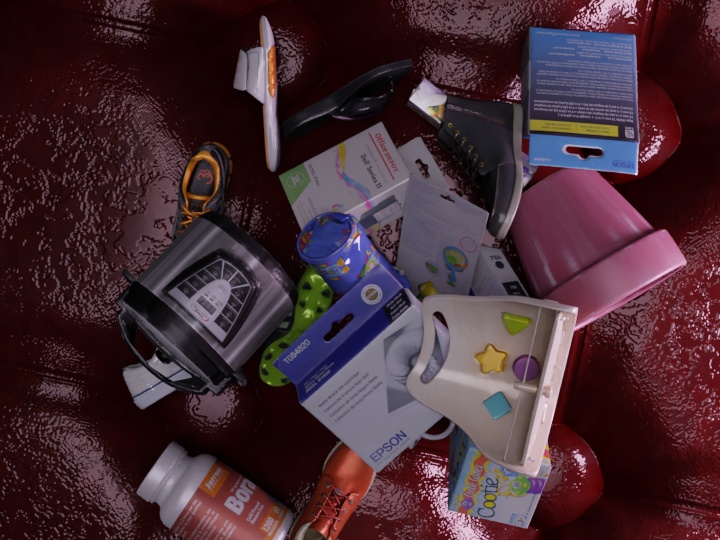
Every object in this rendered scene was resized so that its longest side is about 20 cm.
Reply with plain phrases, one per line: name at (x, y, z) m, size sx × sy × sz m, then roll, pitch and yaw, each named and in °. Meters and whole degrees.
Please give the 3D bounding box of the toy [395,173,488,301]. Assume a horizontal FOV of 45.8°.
toy at (0.109, -0.032, 1.121) m, size 0.115 × 0.047 × 0.201 m, roll 29°, pitch 135°, yaw 21°

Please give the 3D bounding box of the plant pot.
plant pot at (0.287, -0.032, 1.108) m, size 0.199 × 0.200 × 0.180 m, roll -30°, pitch 77°, yaw 3°

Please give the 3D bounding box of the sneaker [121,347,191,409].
sneaker at (-0.243, 0.114, 1.175) m, size 0.199 × 0.073 × 0.071 m, roll -33°, pitch 96°, yaw 3°

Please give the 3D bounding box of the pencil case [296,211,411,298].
pencil case at (0.000, 0.000, 1.100) m, size 0.078 × 0.200 × 0.087 m, roll 27°, pitch 77°, yaw 40°

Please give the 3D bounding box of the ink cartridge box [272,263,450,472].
ink cartridge box at (0.023, 0.127, 1.071) m, size 0.200 × 0.041 × 0.200 m, roll -43°, pitch 104°, yaw 13°

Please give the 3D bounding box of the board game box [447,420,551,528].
board game box at (0.175, 0.214, 1.098) m, size 0.102 × 0.200 × 0.105 m, roll 13°, pitch 119°, yaw 0°

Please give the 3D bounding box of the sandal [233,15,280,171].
sandal at (-0.142, -0.237, 1.147) m, size 0.059 × 0.079 × 0.208 m, roll -2°, pitch 96°, yaw -1°

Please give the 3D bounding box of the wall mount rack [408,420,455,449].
wall mount rack at (0.055, 0.137, 1.162) m, size 0.199 × 0.075 × 0.175 m, roll 26°, pitch 98°, yaw 14°

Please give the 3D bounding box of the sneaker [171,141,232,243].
sneaker at (-0.222, -0.077, 1.161) m, size 0.078 × 0.077 × 0.202 m, roll 5°, pitch 95°, yaw -1°

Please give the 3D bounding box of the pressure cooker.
pressure cooker at (-0.196, 0.051, 1.071) m, size 0.200 × 0.179 × 0.175 m, roll -47°, pitch 48°, yaw -14°

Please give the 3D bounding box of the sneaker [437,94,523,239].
sneaker at (0.147, -0.133, 1.088) m, size 0.105 × 0.075 × 0.201 m, roll 9°, pitch 60°, yaw -4°

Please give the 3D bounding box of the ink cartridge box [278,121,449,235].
ink cartridge box at (0.005, -0.117, 1.131) m, size 0.199 × 0.067 × 0.118 m, roll -28°, pitch 54°, yaw 2°

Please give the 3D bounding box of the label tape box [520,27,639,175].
label tape box at (0.284, -0.213, 1.116) m, size 0.142 × 0.066 × 0.201 m, roll 4°, pitch 73°, yaw 0°

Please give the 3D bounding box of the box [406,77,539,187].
box at (0.152, -0.186, 1.164) m, size 0.200 × 0.041 × 0.039 m, roll 37°, pitch 91°, yaw -2°

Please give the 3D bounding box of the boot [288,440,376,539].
boot at (-0.035, 0.319, 1.169) m, size 0.075 × 0.107 × 0.201 m, roll 28°, pitch 92°, yaw 1°

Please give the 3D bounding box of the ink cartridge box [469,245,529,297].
ink cartridge box at (0.178, 0.048, 1.119) m, size 0.039 × 0.100 × 0.201 m, roll -9°, pitch 56°, yaw -27°

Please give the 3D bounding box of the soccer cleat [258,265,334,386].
soccer cleat at (-0.083, 0.074, 1.176) m, size 0.067 × 0.081 × 0.201 m, roll 24°, pitch 115°, yaw -6°

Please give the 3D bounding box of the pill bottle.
pill bottle at (-0.200, 0.325, 1.168) m, size 0.199 × 0.112 × 0.113 m, roll 35°, pitch 94°, yaw -2°

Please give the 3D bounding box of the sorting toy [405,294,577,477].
sorting toy at (0.146, 0.108, 0.998) m, size 0.179 × 0.107 × 0.201 m, roll 14°, pitch 103°, yaw 15°

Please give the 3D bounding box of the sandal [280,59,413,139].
sandal at (-0.012, -0.221, 1.151) m, size 0.200 × 0.075 × 0.048 m, roll -28°, pitch 87°, yaw 12°
